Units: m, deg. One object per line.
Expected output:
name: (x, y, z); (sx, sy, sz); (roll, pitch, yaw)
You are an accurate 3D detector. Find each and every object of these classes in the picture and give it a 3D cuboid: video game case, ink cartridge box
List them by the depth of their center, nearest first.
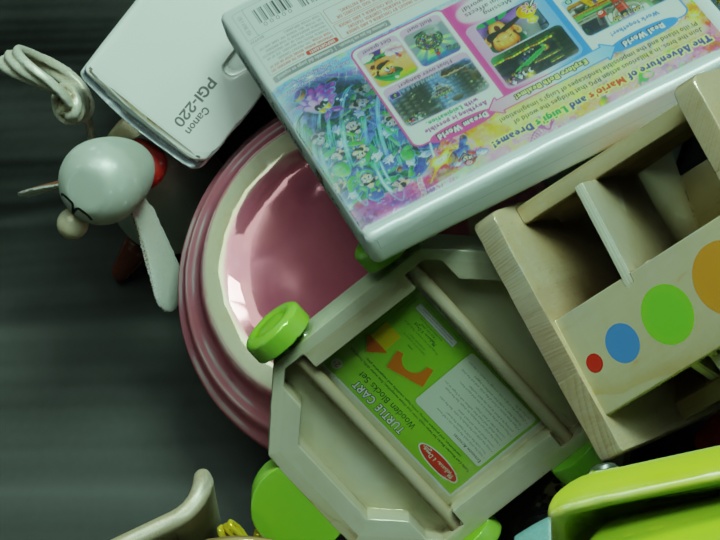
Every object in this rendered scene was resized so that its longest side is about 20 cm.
video game case: (0.056, -0.107, 1.367); (0.200, 0.024, 0.182); (-26, 47, -7)
ink cartridge box: (-0.064, -0.145, 1.535); (0.085, 0.200, 0.146); (38, 101, -7)

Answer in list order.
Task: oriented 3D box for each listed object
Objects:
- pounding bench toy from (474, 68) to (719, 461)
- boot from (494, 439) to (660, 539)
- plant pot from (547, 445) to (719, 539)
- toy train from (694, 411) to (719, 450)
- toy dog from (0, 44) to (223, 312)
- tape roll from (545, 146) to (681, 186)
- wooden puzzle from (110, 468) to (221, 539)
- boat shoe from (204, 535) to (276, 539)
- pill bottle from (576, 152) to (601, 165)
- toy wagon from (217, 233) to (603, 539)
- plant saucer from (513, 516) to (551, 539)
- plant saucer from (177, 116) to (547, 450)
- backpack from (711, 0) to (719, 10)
pounding bench toy: (0.188, -0.020, 1.335); (0.156, 0.200, 0.124); (-34, 79, 36)
boot: (0.082, 0.053, 1.467); (0.150, 0.073, 0.200); (9, 64, 18)
plant pot: (0.184, 0.186, 1.273); (0.199, 0.200, 0.182); (-12, 47, 4)
toy train: (0.208, 0.093, 1.366); (0.085, 0.116, 0.200); (45, 70, 2)
toy dog: (-0.125, -0.032, 1.519); (0.132, 0.200, 0.096); (43, 103, 30)
tape roll: (0.080, -0.103, 1.550); (0.202, 0.037, 0.203); (9, 39, -8)
wooden puzzle: (-0.149, 0.171, 1.369); (0.200, 0.185, 0.037); (-30, 78, -8)
boat shoe: (0.001, 0.177, 1.345); (0.074, 0.200, 0.069); (-17, 61, 53)
pill bottle: (0.119, -0.154, 1.505); (0.113, 0.113, 0.200); (-6, 36, 8)
toy wagon: (0.015, 0.071, 1.366); (0.200, 0.155, 0.040); (-39, 16, 12)
plant saucer: (0.070, 0.190, 1.285); (0.019, 0.200, 0.070); (2, 53, -1)
plant saucer: (0.000, 0.000, 1.430); (0.200, 0.051, 0.201); (-5, 75, 17)
backpack: (0.251, -0.139, 1.500); (0.147, 0.183, 0.200); (-3, 49, 9)
